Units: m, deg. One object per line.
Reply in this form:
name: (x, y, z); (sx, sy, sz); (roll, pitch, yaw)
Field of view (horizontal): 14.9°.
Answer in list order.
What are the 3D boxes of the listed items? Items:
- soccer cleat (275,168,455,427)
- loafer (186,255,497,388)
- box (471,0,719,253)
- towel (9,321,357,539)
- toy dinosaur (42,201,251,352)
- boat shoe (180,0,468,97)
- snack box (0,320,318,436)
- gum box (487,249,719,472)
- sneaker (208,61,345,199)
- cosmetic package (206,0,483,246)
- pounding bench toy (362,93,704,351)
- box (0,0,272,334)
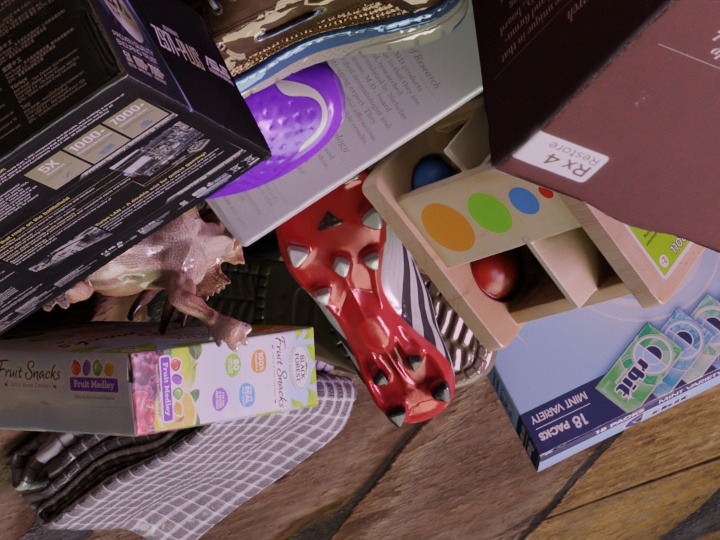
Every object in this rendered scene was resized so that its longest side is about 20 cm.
soccer cleat: (0.000, 0.000, 1.621); (0.068, 0.200, 0.085); (-25, -155, 6)
loafer: (-0.009, 0.026, 1.730); (0.199, 0.076, 0.067); (14, -175, 9)
box: (0.164, -0.145, 1.337); (0.165, 0.201, 0.164); (18, 137, -29)
towel: (-0.119, 0.114, 1.876); (0.200, 0.086, 0.165); (-37, 158, 25)
toy dinosaur: (-0.136, -0.011, 1.510); (0.199, 0.086, 0.135); (9, 180, -22)
boat shoe: (-0.048, -0.138, 1.358); (0.199, 0.072, 0.073); (-17, 138, -5)
snack box: (-0.144, 0.061, 1.613); (0.142, 0.053, 0.200); (-9, -173, -44)
gum box: (0.143, 0.001, 1.760); (0.169, 0.200, 0.045); (-25, 163, -8)
sneaker: (-0.101, -0.052, 1.379); (0.199, 0.070, 0.100); (-15, -160, 0)
cosmetic package: (0.006, -0.100, 1.467); (0.200, 0.074, 0.102); (-35, -175, 15)
pounding bench toy: (0.123, -0.074, 1.526); (0.156, 0.124, 0.200); (-18, -154, 50)
box: (-0.167, -0.050, 1.248); (0.200, 0.086, 0.164); (-33, 161, 13)
